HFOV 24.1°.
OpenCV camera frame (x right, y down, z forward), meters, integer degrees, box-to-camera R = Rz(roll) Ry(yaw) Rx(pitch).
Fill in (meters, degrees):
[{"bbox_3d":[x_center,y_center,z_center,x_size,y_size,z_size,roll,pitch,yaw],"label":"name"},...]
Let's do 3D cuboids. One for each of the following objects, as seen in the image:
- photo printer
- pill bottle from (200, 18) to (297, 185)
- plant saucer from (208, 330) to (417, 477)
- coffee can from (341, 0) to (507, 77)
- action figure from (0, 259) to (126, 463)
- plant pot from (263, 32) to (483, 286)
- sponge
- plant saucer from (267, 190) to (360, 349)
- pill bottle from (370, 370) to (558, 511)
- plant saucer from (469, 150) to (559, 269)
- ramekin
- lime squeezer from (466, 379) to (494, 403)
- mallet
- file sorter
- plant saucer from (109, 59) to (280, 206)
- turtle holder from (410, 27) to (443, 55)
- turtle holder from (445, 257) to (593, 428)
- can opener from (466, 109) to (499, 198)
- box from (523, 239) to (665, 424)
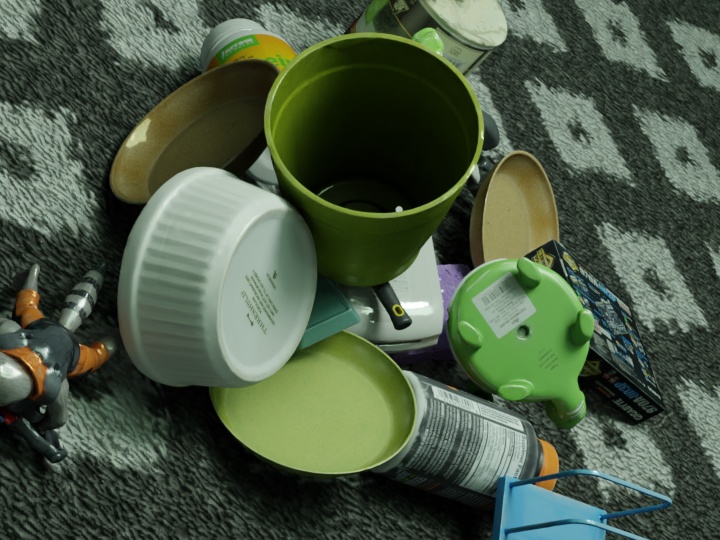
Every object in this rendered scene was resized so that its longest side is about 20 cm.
[{"bbox_3d":[0.000,0.000,1.746,0.165,0.070,0.201,4,48,-14],"label":"photo printer"},{"bbox_3d":[-0.107,-0.188,1.802,0.111,0.111,0.200,20,25,-34],"label":"pill bottle"},{"bbox_3d":[-0.046,0.126,1.588,0.199,0.031,0.201,9,39,-7],"label":"plant saucer"},{"bbox_3d":[0.056,-0.257,1.993,0.146,0.200,0.147,29,37,-25],"label":"coffee can"},{"bbox_3d":[-0.284,0.048,1.403,0.200,0.105,0.194,44,24,-10],"label":"action figure"},{"bbox_3d":[0.005,-0.085,1.599,0.199,0.193,0.202,2,60,-4],"label":"plant pot"},{"bbox_3d":[0.074,0.046,1.855,0.199,0.030,0.112,-2,56,-48],"label":"sponge"},{"bbox_3d":[-0.075,-0.007,1.682,0.070,0.019,0.200,-24,51,-15],"label":"plant saucer"},{"bbox_3d":[0.104,0.178,1.685,0.199,0.106,0.107,23,40,-31],"label":"pill bottle"},{"bbox_3d":[0.175,-0.039,1.980,0.200,0.035,0.202,2,88,-59],"label":"plant saucer"},{"bbox_3d":[-0.118,0.012,1.506,0.094,0.204,0.202,11,20,29],"label":"ramekin"},{"bbox_3d":[0.138,0.146,1.829,0.200,0.037,0.071,-67,140,-55],"label":"lime squeezer"},{"bbox_3d":[-0.011,-0.020,1.689,0.065,0.041,0.201,-12,57,-16],"label":"mallet"},{"bbox_3d":[0.209,0.302,1.599,0.138,0.122,0.201,22,64,-31],"label":"file sorter"},{"bbox_3d":[-0.152,-0.126,1.646,0.035,0.199,0.201,53,27,-33],"label":"plant saucer"},{"bbox_3d":[0.019,-0.173,1.862,0.184,0.132,0.142,-20,94,-12],"label":"turtle holder"},{"bbox_3d":[0.175,0.069,1.765,0.185,0.142,0.132,25,-3,-8],"label":"turtle holder"},{"bbox_3d":[0.160,-0.116,2.021,0.200,0.067,0.054,50,25,-40],"label":"can opener"},{"bbox_3d":[0.277,0.074,1.984,0.200,0.046,0.160,36,31,-46],"label":"box"}]
